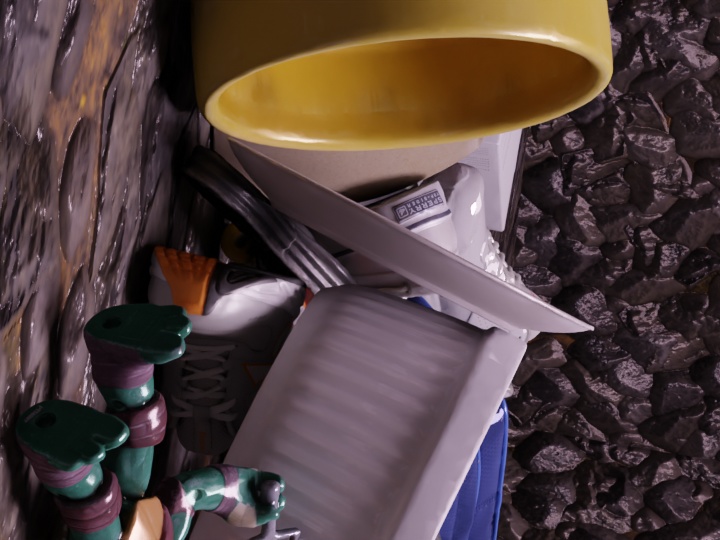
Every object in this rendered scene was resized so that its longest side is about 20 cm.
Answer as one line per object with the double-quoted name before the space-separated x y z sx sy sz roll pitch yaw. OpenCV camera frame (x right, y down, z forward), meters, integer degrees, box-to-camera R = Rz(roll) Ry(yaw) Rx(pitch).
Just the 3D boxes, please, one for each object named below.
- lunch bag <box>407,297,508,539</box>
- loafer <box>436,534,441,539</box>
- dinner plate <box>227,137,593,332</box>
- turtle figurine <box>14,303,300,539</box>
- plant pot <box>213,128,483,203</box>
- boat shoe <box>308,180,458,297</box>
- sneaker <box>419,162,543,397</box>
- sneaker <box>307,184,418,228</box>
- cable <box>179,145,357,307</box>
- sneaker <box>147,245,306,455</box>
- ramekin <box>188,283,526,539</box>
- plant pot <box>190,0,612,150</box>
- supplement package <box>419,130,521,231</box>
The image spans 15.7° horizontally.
"lunch bag" 0.020 0.121 1.652 0.136 0.132 0.201 54 -24 34
"loafer" 0.002 0.215 1.545 0.072 0.073 0.201 -45 151 -47
"dinner plate" 0.020 -0.010 1.258 0.024 0.199 0.200 -63 173 0
"turtle figurine" -0.089 0.120 1.102 0.150 0.100 0.201 -83 165 -51
"plant pot" 0.007 -0.121 1.421 0.200 0.134 0.201 10 90 -83
"boat shoe" 0.000 0.000 1.469 0.200 0.072 0.066 -20 -86 58
"sneaker" 0.079 0.009 1.746 0.078 0.099 0.201 -90 -178 -47
"sneaker" -0.019 -0.026 1.663 0.200 0.074 0.107 37 72 -79
"cable" -0.048 -0.006 1.350 0.050 0.097 0.200 -47 166 1
"sneaker" -0.069 0.045 1.290 0.200 0.075 0.092 53 51 -79
"ramekin" -0.008 0.102 1.271 0.200 0.105 0.201 90 26 -82
"plant pot" 0.015 -0.172 1.247 0.201 0.200 0.190 66 19 -78
"supplement package" 0.058 -0.120 1.925 0.200 0.117 0.118 76 23 -72
